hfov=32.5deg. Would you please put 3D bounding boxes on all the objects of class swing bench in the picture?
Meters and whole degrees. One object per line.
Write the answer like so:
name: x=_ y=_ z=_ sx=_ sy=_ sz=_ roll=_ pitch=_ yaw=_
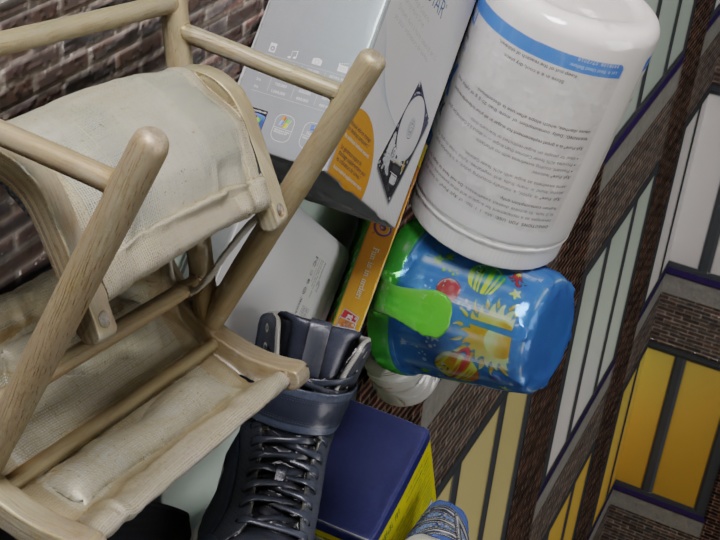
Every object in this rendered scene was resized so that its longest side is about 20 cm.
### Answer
swing bench: x=-0.104 y=-0.011 z=0.571 sx=0.199 sy=0.129 sz=0.201 roll=-36 pitch=145 yaw=-59

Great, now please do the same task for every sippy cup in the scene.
sippy cup: x=0.094 y=0.034 z=0.979 sx=0.178 sy=0.130 sz=0.140 roll=-42 pitch=138 yaw=-40

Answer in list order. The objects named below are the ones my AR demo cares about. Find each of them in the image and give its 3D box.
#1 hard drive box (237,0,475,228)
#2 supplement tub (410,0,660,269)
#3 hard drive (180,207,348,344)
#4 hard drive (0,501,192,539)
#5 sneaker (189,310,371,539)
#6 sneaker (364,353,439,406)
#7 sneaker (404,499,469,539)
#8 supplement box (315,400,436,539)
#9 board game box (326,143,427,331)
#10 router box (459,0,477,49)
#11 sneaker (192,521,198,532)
hard drive box: x=0.002 y=-0.146 z=0.798 sx=0.201 sy=0.076 sz=0.156 roll=-71 pitch=160 yaw=-4
supplement tub: x=0.124 y=-0.117 z=0.913 sx=0.132 sy=0.131 sz=0.201 roll=-41 pitch=157 yaw=-54
hard drive: x=-0.067 y=0.020 z=0.831 sx=0.133 sy=0.026 sz=0.200 roll=-69 pitch=160 yaw=-7
hard drive: x=-0.140 y=0.186 z=0.672 sx=0.200 sy=0.042 sz=0.136 roll=29 pitch=47 yaw=-68
sneaker: x=-0.047 y=0.108 z=0.746 sx=0.203 sy=0.076 sz=0.147 roll=-96 pitch=-154 yaw=-67
sneaker: x=0.061 y=0.019 z=1.098 sx=0.201 sy=0.077 sz=0.099 roll=-68 pitch=156 yaw=-13
sneaker: x=0.072 y=0.263 z=1.018 sx=0.201 sy=0.077 sz=0.085 roll=86 pitch=26 yaw=-47
supplement box: x=-0.007 y=0.208 z=1.029 sx=0.109 sy=0.109 sz=0.201 roll=-58 pitch=155 yaw=-33
board game box: x=0.000 y=0.000 z=0.941 sx=0.096 sy=0.030 sz=0.201 roll=150 pitch=-37 yaw=-82
router box: x=0.089 y=-0.173 z=1.034 sx=0.150 sy=0.051 sz=0.200 roll=-63 pitch=158 yaw=-19
sneaker: x=-0.086 y=0.205 z=0.844 sx=0.075 sy=0.087 sz=0.200 roll=-50 pitch=171 yaw=-4
